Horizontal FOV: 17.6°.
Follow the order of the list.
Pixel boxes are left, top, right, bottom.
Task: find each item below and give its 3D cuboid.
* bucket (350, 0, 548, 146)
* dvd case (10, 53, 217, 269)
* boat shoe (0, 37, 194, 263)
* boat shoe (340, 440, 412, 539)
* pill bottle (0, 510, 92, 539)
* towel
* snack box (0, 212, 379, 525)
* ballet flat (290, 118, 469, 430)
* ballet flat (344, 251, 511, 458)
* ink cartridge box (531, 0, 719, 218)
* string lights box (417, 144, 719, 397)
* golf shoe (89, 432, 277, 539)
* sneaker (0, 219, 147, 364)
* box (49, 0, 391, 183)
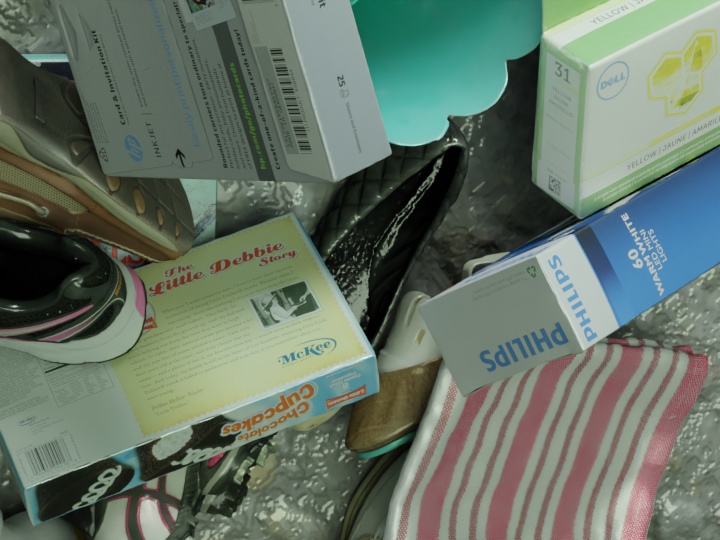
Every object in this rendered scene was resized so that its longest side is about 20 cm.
[{"bbox_3d":[-0.008,-0.178,1.211,0.206,0.135,0.209,-16,122,-27],"label":"bucket"},{"bbox_3d":[-0.150,-0.020,1.291,0.145,0.022,0.202,-2,106,-19],"label":"dvd case"},{"bbox_3d":[-0.172,-0.060,1.231,0.072,0.076,0.200,-34,127,29],"label":"boat shoe"},{"bbox_3d":[0.016,0.190,1.380,0.074,0.068,0.201,26,95,-24],"label":"boat shoe"},{"bbox_3d":[-0.169,0.203,1.297,0.200,0.111,0.112,38,90,-23],"label":"pill bottle"},{"bbox_3d":[0.110,0.107,1.358,0.199,0.030,0.147,6,108,-37],"label":"towel"},{"bbox_3d":[-0.103,0.049,1.252,0.199,0.117,0.037,-20,141,-13],"label":"snack box"},{"bbox_3d":[0.000,0.000,1.329,0.066,0.057,0.201,22,96,-22],"label":"ballet flat"},{"bbox_3d":[0.067,0.033,1.358,0.199,0.068,0.073,-27,107,-13],"label":"ballet flat"},{"bbox_3d":[0.160,-0.142,1.237,0.145,0.048,0.201,-27,138,-28],"label":"ink cartridge box"},{"bbox_3d":[0.137,-0.004,1.291,0.199,0.103,0.059,-29,93,-42],"label":"string lights box"},{"bbox_3d":[-0.121,0.130,1.258,0.088,0.077,0.200,29,53,7],"label":"golf shoe"},{"bbox_3d":[-0.215,0.002,1.208,0.198,0.086,0.081,-5,67,4],"label":"sneaker"},{"bbox_3d":[-0.079,-0.122,1.118,0.041,0.199,0.157,-27,108,-35],"label":"box"}]
